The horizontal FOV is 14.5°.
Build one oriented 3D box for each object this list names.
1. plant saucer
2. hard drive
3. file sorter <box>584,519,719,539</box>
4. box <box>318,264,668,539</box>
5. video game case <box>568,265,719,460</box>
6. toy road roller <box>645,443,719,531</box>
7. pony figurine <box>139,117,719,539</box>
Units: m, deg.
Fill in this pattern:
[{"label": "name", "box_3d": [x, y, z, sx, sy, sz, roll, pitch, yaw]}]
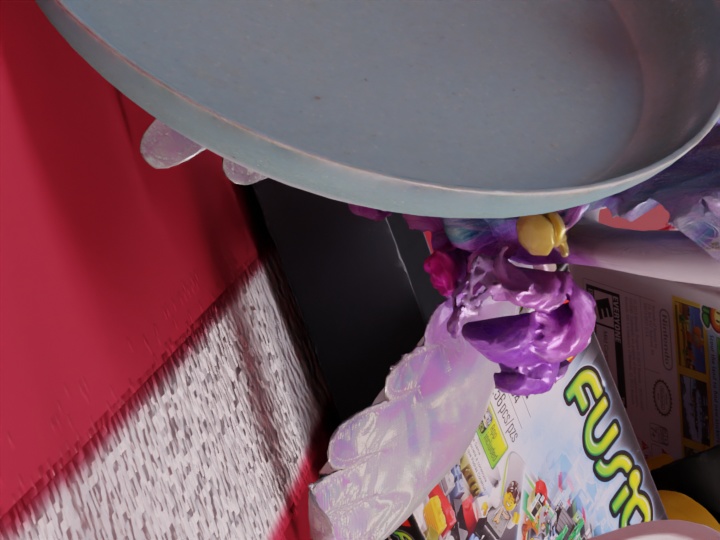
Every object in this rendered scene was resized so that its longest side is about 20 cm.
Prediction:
[{"label": "plant saucer", "box_3d": [-0.002, -0.076, 0.723, 0.201, 0.199, 0.027, -104, -152, -47]}, {"label": "hard drive", "box_3d": [0.000, 0.000, 0.995, 0.135, 0.042, 0.201, -43, 113, -83]}, {"label": "file sorter", "box_3d": [0.054, 0.167, 0.559, 0.139, 0.124, 0.200, -104, 171, -50]}, {"label": "box", "box_3d": [0.061, 0.106, 0.944, 0.110, 0.035, 0.200, -51, 131, -35]}, {"label": "video game case", "box_3d": [0.155, 0.099, 1.173, 0.182, 0.023, 0.201, 20, -60, 54]}, {"label": "toy road roller", "box_3d": [0.094, 0.148, 1.130, 0.200, 0.146, 0.123, -31, -103, 58]}, {"label": "pony figurine", "box_3d": [0.049, -0.021, 0.827, 0.193, 0.199, 0.167, -34, 113, -53]}]
